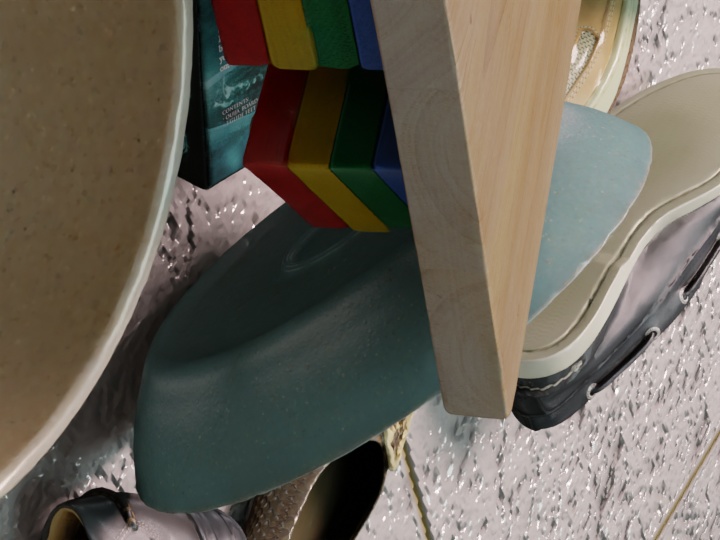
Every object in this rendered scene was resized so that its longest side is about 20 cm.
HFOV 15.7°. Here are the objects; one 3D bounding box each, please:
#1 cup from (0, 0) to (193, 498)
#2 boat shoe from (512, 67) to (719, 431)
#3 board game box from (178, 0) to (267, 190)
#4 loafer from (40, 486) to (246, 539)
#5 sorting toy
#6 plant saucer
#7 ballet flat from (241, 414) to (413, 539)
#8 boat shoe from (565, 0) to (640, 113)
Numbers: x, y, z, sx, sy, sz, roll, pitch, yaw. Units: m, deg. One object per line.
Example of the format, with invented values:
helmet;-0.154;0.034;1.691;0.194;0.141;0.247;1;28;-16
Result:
cup;-0.152;-0.047;0.578;0.200;0.143;0.201;-30;125;-53
boat shoe;0.117;-0.007;1.123;0.200;0.074;0.066;-54;144;-35
board game box;0.006;-0.128;0.882;0.200;0.028;0.136;-32;135;-38
loafer;-0.093;0.168;0.839;0.072;0.073;0.201;22;71;-51
sorting toy;0.012;-0.099;0.710;0.199;0.069;0.201;78;19;-49
plant saucer;0.000;0.000;0.837;0.036;0.200;0.200;54;48;-14
ballet flat;-0.024;0.108;0.947;0.200;0.046;0.068;-55;143;-35
boat shoe;0.047;-0.066;0.993;0.076;0.071;0.201;40;61;-39
